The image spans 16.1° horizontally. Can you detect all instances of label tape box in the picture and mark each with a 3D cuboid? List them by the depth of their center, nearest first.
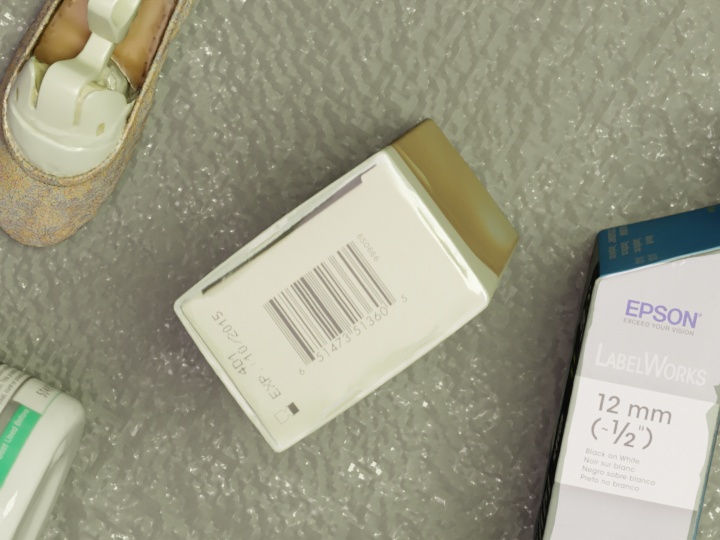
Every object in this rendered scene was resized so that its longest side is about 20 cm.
[{"bbox_3d":[0.118,0.032,1.045,0.066,0.143,0.202,10,99,4],"label":"label tape box"}]

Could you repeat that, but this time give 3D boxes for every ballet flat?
[{"bbox_3d":[-0.113,-0.100,1.090,0.068,0.067,0.201,25,100,2],"label":"ballet flat"}]

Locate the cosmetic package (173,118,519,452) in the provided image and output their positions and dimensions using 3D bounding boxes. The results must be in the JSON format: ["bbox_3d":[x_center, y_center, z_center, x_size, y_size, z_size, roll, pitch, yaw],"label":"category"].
[{"bbox_3d":[0.000,0.000,1.025,0.105,0.200,0.071,-36,92,8],"label":"cosmetic package"}]

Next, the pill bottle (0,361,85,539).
[{"bbox_3d":[-0.229,0.066,1.100,0.199,0.113,0.114,26,99,2],"label":"pill bottle"}]
